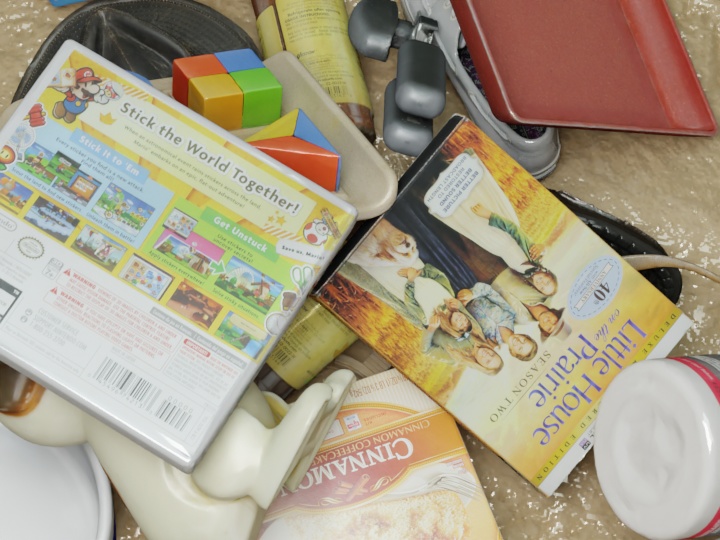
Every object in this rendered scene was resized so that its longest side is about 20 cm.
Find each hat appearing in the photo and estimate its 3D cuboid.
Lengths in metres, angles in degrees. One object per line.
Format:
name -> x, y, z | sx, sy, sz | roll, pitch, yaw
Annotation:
hat -> -0.152, -0.120, 1.653 | 0.200, 0.081, 0.201 | -4, 61, 8

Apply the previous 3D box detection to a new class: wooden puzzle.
wooden puzzle -> -0.102, -0.079, 1.523 | 0.200, 0.046, 0.185 | -14, 38, -20

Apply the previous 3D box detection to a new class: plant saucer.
plant saucer -> 0.132, -0.172, 1.683 | 0.200, 0.037, 0.200 | 1, 60, -41

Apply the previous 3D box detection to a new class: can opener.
can opener -> 0.024, -0.125, 1.625 | 0.066, 0.200, 0.053 | 13, 110, -8

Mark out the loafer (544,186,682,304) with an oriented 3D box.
loafer -> 0.121, -0.029, 1.645 | 0.200, 0.073, 0.071 | 25, 30, -5

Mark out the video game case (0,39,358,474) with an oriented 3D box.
video game case -> -0.132, -0.010, 1.417 | 0.200, 0.023, 0.182 | 31, 71, 7

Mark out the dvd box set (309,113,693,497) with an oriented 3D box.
dvd box set -> 0.087, 0.023, 1.539 | 0.200, 0.029, 0.146 | 42, 86, -14

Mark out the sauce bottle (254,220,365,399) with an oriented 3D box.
sauce bottle -> 0.000, 0.000, 1.576 | 0.200, 0.065, 0.065 | -40, 73, 6

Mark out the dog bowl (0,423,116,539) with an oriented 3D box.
dog bowl -> -0.251, 0.161, 1.549 | 0.200, 0.079, 0.200 | 1, 67, -1

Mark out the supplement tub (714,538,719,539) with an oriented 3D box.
supplement tub -> 0.303, 0.231, 1.505 | 0.200, 0.140, 0.140 | 1, 67, -2

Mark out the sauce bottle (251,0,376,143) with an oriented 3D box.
sauce bottle -> -0.039, -0.170, 1.706 | 0.066, 0.066, 0.200 | -10, 68, -6

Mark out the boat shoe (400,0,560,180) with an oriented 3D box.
boat shoe -> 0.080, -0.155, 1.701 | 0.072, 0.069, 0.200 | -15, 68, -8

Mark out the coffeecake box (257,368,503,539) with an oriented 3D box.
coffeecake box -> 0.006, 0.177, 1.554 | 0.153, 0.073, 0.200 | -18, 69, -10

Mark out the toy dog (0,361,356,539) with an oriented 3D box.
toy dog -> -0.128, 0.082, 1.490 | 0.200, 0.140, 0.194 | 30, 105, 6

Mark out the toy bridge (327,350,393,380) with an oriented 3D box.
toy bridge -> -0.057, 0.017, 1.645 | 0.200, 0.027, 0.067 | 40, 74, 14

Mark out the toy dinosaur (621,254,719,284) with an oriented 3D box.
toy dinosaur -> 0.129, 0.008, 1.602 | 0.200, 0.106, 0.060 | -27, 43, 17

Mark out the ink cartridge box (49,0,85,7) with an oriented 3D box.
ink cartridge box -> -0.127, -0.260, 1.702 | 0.200, 0.068, 0.116 | -10, 59, 14

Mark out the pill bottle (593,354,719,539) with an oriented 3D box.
pill bottle -> 0.252, 0.104, 1.543 | 0.200, 0.111, 0.111 | -2, 64, -34
